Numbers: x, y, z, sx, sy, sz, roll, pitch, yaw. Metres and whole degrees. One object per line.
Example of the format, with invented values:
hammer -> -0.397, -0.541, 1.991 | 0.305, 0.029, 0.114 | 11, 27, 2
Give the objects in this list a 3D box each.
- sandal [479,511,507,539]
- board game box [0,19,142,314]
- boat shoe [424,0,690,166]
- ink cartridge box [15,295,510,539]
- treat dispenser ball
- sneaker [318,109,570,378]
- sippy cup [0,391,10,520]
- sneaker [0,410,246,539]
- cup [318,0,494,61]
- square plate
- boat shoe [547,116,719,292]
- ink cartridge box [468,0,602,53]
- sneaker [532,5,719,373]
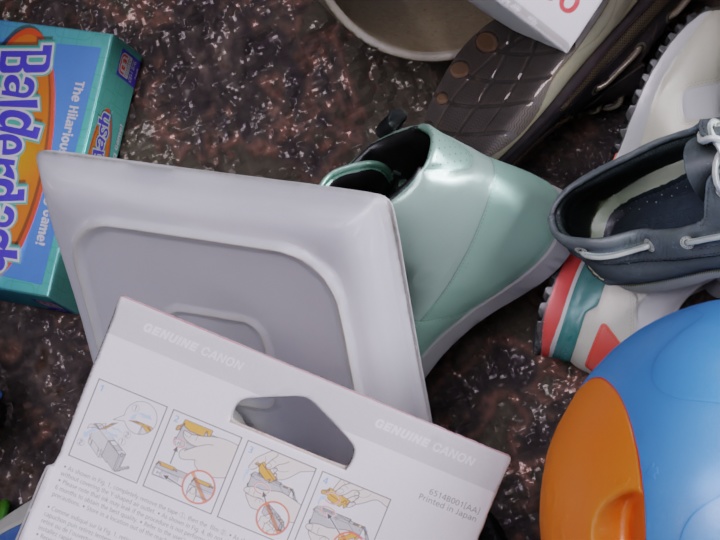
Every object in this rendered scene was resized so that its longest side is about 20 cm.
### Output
sandal -> 0.066, 0.170, 1.305 | 0.075, 0.200, 0.045 | -43, 108, 8
board game box -> -0.235, -0.067, 1.522 | 0.199, 0.045, 0.153 | 8, 79, 20
boat shoe -> 0.112, -0.109, 1.390 | 0.200, 0.073, 0.075 | -48, 39, 12
ink cartridge box -> -0.053, 0.130, 1.259 | 0.199, 0.045, 0.177 | 23, 88, 1
treat dispenser ball -> 0.182, 0.112, 1.247 | 0.200, 0.201, 0.202 | -5, 74, 18
sneaker -> 0.000, 0.000, 1.362 | 0.200, 0.118, 0.074 | -41, 36, 28
sippy cup -> -0.267, 0.076, 1.442 | 0.130, 0.178, 0.140 | -43, 49, 6
sneaker -> -0.131, 0.155, 1.339 | 0.200, 0.111, 0.077 | -38, 112, 11
cup -> 0.018, -0.227, 1.416 | 0.201, 0.200, 0.143 | -53, 42, -1
square plate -> -0.062, 0.037, 1.361 | 0.199, 0.199, 0.028 | 9, 39, 26
boat shoe -> 0.170, -0.037, 1.249 | 0.200, 0.062, 0.073 | -19, 57, 46
ink cartridge box -> 0.091, -0.229, 1.316 | 0.200, 0.145, 0.085 | -55, 41, 4
sneaker -> 0.163, -0.031, 1.373 | 0.093, 0.070, 0.200 | 25, 83, 6
